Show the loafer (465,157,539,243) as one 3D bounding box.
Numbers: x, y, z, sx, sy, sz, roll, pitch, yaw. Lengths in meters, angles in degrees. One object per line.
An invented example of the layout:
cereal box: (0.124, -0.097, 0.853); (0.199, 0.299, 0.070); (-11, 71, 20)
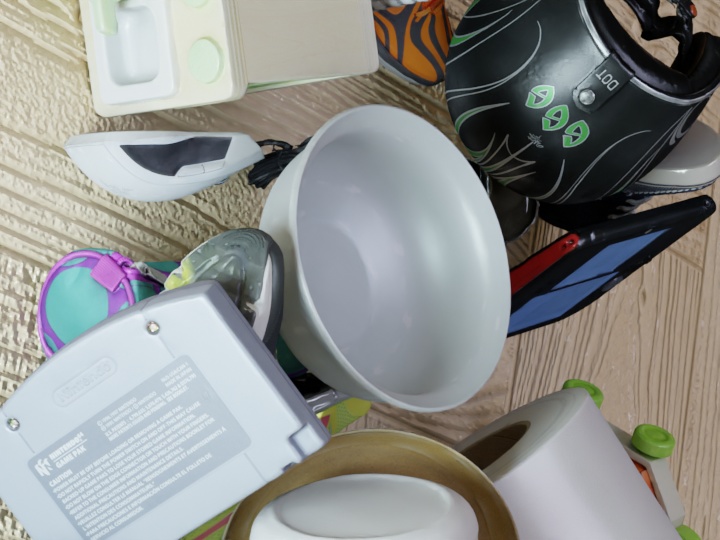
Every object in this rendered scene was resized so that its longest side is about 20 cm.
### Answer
loafer: (0.078, -0.047, 1.617); (0.200, 0.069, 0.076); (-5, 89, -49)

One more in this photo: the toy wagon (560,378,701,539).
toy wagon: (0.188, 0.183, 1.614); (0.040, 0.200, 0.156); (-15, 129, -49)

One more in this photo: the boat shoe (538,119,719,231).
boat shoe: (0.212, -0.071, 1.684); (0.075, 0.200, 0.093); (-41, 126, -29)

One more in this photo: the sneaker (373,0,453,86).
sneaker: (0.042, -0.223, 1.564); (0.200, 0.112, 0.078); (58, 48, -28)

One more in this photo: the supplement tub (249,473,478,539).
supplement tub: (0.006, 0.238, 1.313); (0.140, 0.140, 0.201); (-20, 113, -48)

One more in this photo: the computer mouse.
computer mouse: (-0.105, -0.068, 1.401); (0.200, 0.109, 0.044); (-3, 92, -39)

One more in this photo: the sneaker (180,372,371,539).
sneaker: (-0.066, 0.132, 1.433); (0.200, 0.078, 0.091); (-28, 107, -35)

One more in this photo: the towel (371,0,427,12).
towel: (-0.008, -0.277, 1.475); (0.085, 0.165, 0.201); (-22, 103, -50)

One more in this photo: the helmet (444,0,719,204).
helmet: (0.155, -0.143, 1.565); (0.200, 0.191, 0.201); (20, 53, -30)

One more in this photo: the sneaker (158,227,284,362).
sneaker: (-0.083, 0.061, 1.306); (0.085, 0.074, 0.201); (-14, 130, -52)

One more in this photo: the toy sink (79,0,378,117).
toy sink: (-0.104, -0.162, 1.378); (0.200, 0.130, 0.112); (-10, 94, -50)

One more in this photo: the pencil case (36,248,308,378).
pencil case: (-0.108, 0.030, 1.379); (0.200, 0.092, 0.085); (1, 47, -50)

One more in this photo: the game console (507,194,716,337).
game console: (0.162, 0.004, 1.634); (0.200, 0.177, 0.031); (-15, 76, -49)

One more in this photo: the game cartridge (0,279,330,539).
game cartridge: (-0.130, 0.094, 1.257); (0.133, 0.200, 0.040); (53, 25, -9)

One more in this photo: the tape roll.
tape roll: (0.111, 0.194, 1.506); (0.203, 0.202, 0.139); (-39, 98, -44)

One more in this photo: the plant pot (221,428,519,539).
plant pot: (0.005, 0.195, 1.388); (0.027, 0.199, 0.201); (-111, -178, -75)

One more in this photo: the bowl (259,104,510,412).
bowl: (0.000, 0.000, 1.374); (0.201, 0.090, 0.202); (17, 66, -43)
